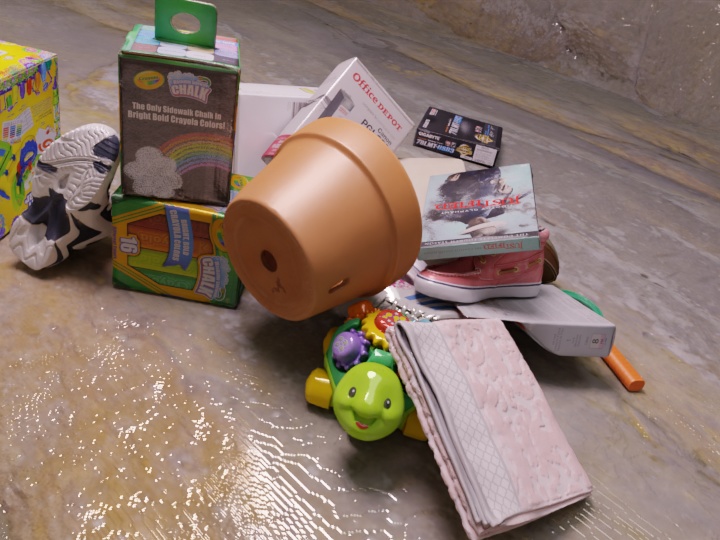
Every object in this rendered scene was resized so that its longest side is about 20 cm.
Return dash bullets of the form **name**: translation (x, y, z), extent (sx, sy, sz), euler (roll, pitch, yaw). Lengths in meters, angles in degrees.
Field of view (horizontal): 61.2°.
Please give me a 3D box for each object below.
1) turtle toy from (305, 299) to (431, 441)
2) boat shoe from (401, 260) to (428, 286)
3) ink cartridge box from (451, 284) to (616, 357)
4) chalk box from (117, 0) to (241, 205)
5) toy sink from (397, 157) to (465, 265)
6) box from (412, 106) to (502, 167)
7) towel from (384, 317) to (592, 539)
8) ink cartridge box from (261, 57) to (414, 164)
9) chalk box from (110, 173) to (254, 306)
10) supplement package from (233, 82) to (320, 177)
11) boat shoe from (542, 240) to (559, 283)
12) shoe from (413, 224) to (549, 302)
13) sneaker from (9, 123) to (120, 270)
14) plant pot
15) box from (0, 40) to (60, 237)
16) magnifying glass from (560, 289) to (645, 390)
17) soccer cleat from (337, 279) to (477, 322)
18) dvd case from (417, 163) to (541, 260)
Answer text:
- **turtle toy**: translation (0.020, 0.103, 0.622), extent (0.143, 0.103, 0.201), euler (16, 31, 4)
- **boat shoe**: translation (0.000, 0.000, 0.822), extent (0.196, 0.075, 0.065), euler (16, 36, 26)
- **ink cartridge box**: translation (0.198, 0.056, 0.788), extent (0.195, 0.058, 0.163), euler (0, 17, -12)
- **chalk box**: translation (-0.197, -0.195, 0.676), extent (0.122, 0.203, 0.125), euler (5, 31, -15)
- **toy sink**: translation (0.095, -0.076, 0.914), extent (0.127, 0.114, 0.202), euler (1, 34, 2)
- **box**: translation (0.236, -0.321, 1.447), extent (0.195, 0.051, 0.201), euler (19, 31, 6)
- **towel**: translation (0.126, 0.135, 0.583), extent (0.189, 0.032, 0.203), euler (5, 52, -45)
- **ink cartridge box**: translation (-0.033, -0.200, 0.943), extent (0.145, 0.201, 0.084), euler (42, -11, -22)
- **chalk box**: translation (-0.190, -0.046, 0.755), extent (0.195, 0.127, 0.125), euler (10, 31, -4)
- **supplement package**: translation (-0.127, -0.222, 1.019), extent (0.196, 0.159, 0.111), euler (-6, 26, -29)
- **boat shoe**: translation (0.225, -0.028, 0.901), extent (0.199, 0.075, 0.075), euler (34, 52, -32)
- **shoe**: translation (0.155, -0.017, 0.761), extent (0.196, 0.093, 0.071), euler (-1, 18, -30)
- **sneaker**: translation (-0.324, -0.095, 0.734), extent (0.079, 0.201, 0.130), euler (35, 21, 1)
- **plant pot**: translation (-0.051, -0.042, 0.648), extent (0.198, 0.203, 0.139), euler (30, 46, 26)
- **box**: translation (-0.481, -0.166, 0.764), extent (0.119, 0.196, 0.201), euler (12, 30, -3)
- **magnifying glass**: translation (0.327, 0.091, 0.849), extent (0.078, 0.023, 0.201), euler (3, 31, -18)
- **soccer cleat**: translation (0.063, 0.056, 0.734), extent (0.196, 0.071, 0.086), euler (16, 10, 1)
- **dvd case**: translation (0.150, -0.079, 0.772), extent (0.143, 0.022, 0.201), euler (-5, 33, 16)
